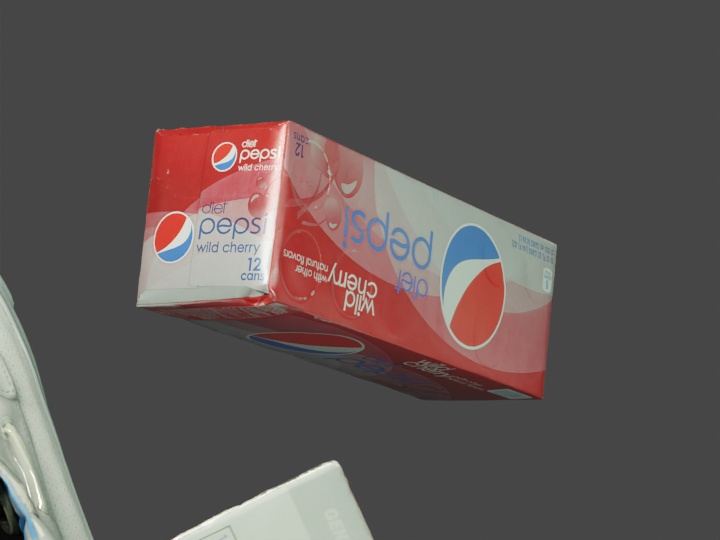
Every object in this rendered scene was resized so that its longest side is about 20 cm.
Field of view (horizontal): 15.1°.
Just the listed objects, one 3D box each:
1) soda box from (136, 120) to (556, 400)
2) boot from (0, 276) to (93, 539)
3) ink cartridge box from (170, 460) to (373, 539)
[{"bbox_3d":[0.000,0.000,1.048,0.200,0.063,0.070,21,71,-54],"label":"soda box"},{"bbox_3d":[-0.121,0.047,0.778,0.201,0.073,0.096,61,-6,11],"label":"boot"},{"bbox_3d":[-0.057,0.166,0.879,0.173,0.044,0.201,-26,118,-6],"label":"ink cartridge box"}]
